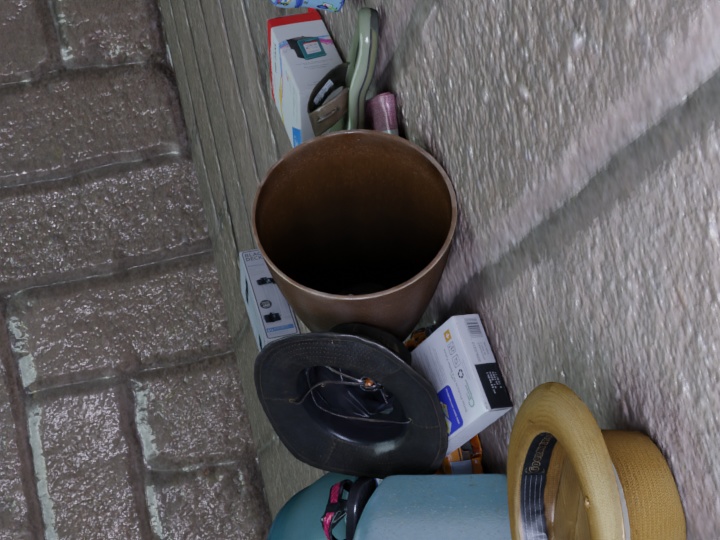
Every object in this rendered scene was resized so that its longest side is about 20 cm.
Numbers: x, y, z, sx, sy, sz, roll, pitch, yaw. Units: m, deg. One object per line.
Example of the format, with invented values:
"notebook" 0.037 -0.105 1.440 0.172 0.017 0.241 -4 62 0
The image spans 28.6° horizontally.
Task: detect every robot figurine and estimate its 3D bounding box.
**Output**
"robot figurine" 0.075 0.153 1.400 0.145 0.058 0.200 115 142 -67

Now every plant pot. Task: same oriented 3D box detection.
"plant pot" 0.018 0.289 1.519 0.188 0.200 0.200 125 134 -55
"plant pot" 0.000 0.000 1.357 0.200 0.187 0.187 84 169 -57
"plant pot" 0.078 0.288 1.221 0.196 0.196 0.200 91 178 -47

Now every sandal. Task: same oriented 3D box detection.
"sandal" -0.024 -0.181 1.459 0.080 0.057 0.201 -106 25 -57
"sandal" -0.012 0.230 1.321 0.200 0.045 0.075 80 -158 -79

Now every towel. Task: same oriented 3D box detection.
"towel" 0.031 -0.082 1.482 0.144 0.023 0.200 -174 72 -77

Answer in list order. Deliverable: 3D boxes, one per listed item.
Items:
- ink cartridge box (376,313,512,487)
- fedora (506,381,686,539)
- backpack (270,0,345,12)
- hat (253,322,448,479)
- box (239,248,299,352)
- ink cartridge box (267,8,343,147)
"ink cartridge box" 0.062 0.127 1.315 0.200 0.037 0.095 -44 57 47
"fedora" 0.162 0.169 0.944 0.201 0.082 0.201 174 90 -76
"backpack" -0.082 -0.368 1.482 0.183 0.134 0.200 -120 19 -60
"hat" -0.001 0.104 1.286 0.201 0.200 0.081 91 -164 -45
"box" -0.156 0.071 2.418 0.117 0.060 0.200 93 162 -49
"ink cartridge box" -0.064 -0.226 1.683 0.200 0.067 0.116 -113 17 -46
